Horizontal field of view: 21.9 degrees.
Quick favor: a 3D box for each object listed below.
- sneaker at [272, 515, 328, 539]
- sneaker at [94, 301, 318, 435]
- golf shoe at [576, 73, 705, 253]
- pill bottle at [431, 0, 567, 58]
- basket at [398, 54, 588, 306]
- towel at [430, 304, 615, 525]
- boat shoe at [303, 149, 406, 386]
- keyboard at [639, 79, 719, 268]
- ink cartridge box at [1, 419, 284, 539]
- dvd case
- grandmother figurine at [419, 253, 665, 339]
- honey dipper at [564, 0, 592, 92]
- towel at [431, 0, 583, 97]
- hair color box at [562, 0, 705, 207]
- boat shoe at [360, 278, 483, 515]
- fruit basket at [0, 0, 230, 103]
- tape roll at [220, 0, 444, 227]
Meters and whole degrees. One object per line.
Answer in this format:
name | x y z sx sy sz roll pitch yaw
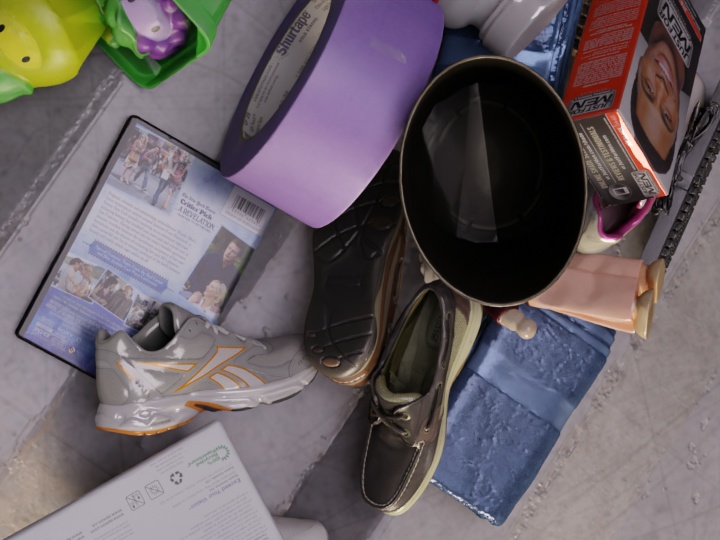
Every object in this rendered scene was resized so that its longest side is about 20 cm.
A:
sneaker | -0.120 0.204 1.493 0.198 0.070 0.081 1 89 -18
sneaker | -0.119 0.065 1.469 0.199 0.075 0.093 -14 101 -34
golf shoe | 0.242 -0.091 1.593 0.075 0.091 0.201 38 79 -14
pill bottle | 0.073 -0.265 1.491 0.111 0.111 0.200 -43 83 -12
basket | 0.099 -0.077 1.431 0.135 0.200 0.182 -8 97 4
towel | 0.125 0.106 1.573 0.111 0.048 0.201 35 80 -14
boat shoe | 0.000 0.000 1.528 0.075 0.074 0.202 6 70 21
keyboard | 0.280 -0.073 1.597 0.020 0.127 0.201 22 83 21
ink cartridge box | -0.148 0.249 1.433 0.198 0.041 0.201 -28 88 -12
dvd case | -0.169 -0.004 1.497 0.142 0.018 0.201 29 83 -16
grandmother figurine | 0.142 0.008 1.520 0.198 0.122 0.061 12 131 16
honey dipper | 0.166 -0.133 1.598 0.038 0.038 0.202 19 90 -18
towel | 0.116 -0.162 1.560 0.111 0.049 0.202 12 89 0
hair color box | 0.226 -0.161 1.537 0.102 0.061 0.201 52 43 -35
boat shoe | 0.036 0.099 1.491 0.066 0.071 0.203 8 104 -55
fruit basket | -0.216 -0.217 1.419 0.214 0.155 0.218 7 76 -29
tape roll | -0.024 -0.141 1.446 0.085 0.200 0.201 29 83 -17
